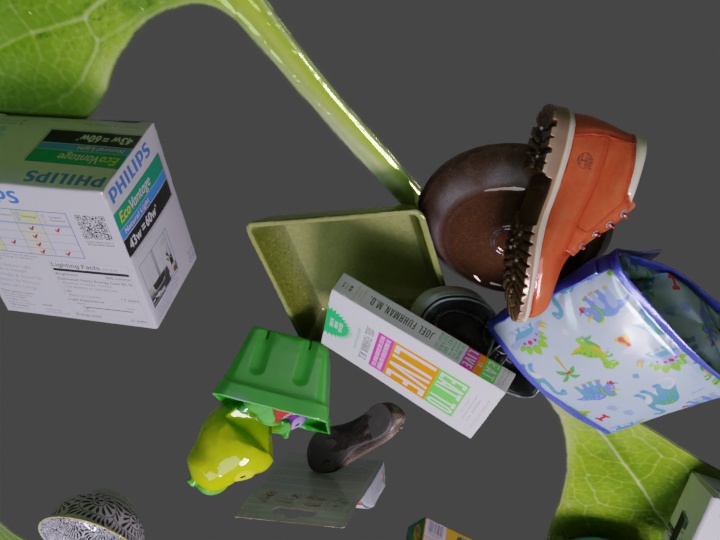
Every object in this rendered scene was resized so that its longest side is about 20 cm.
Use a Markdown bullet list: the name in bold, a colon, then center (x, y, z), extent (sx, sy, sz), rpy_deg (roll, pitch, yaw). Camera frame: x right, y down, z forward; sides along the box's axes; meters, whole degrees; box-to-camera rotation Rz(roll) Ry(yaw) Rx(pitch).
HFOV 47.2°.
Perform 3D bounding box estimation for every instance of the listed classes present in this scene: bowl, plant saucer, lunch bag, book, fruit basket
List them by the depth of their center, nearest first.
- **plant saucer**: center (0.155, -0.039, 0.843), extent (0.200, 0.037, 0.200), rpy_deg (10, 136, 9)
- **lunch bag**: center (0.258, 0.065, 0.851), extent (0.200, 0.128, 0.170), rpy_deg (29, 137, -27)
- **book**: center (0.056, 0.089, 0.877), extent (0.200, 0.048, 0.134), rpy_deg (30, 153, 9)
- **plant saucer**: center (0.000, 0.000, 0.921), extent (0.200, 0.048, 0.200), rpy_deg (-3, 134, 20)
- **fruit basket**: center (-0.116, 0.184, 1.000), extent (0.155, 0.216, 0.216), rpy_deg (14, 137, 3)
- **bowl**: center (-0.474, 0.463, 1.511), extent (0.201, 0.094, 0.201), rpy_deg (8, 136, 8)

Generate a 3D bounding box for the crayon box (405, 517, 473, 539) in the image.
- **crayon box**: center (0.163, 0.497, 1.328), extent (0.200, 0.119, 0.058), rpy_deg (29, 136, -12)

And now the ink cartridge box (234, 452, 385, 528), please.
- **ink cartridge box**: center (-0.064, 0.325, 1.173), extent (0.162, 0.200, 0.050), rpy_deg (1, 105, 17)

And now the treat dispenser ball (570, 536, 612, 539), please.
- **treat dispenser ball**: center (0.347, 0.495, 1.207), extent (0.201, 0.201, 0.201), rpy_deg (9, 136, 9)

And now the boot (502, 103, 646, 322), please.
- **boot**: center (0.195, -0.041, 0.753), extent (0.107, 0.075, 0.200), rpy_deg (11, 104, -10)

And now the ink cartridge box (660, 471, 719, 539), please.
- **ink cartridge box**: center (0.472, 0.382, 1.071), extent (0.144, 0.084, 0.200), rpy_deg (19, 101, -2)

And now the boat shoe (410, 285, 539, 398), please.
- **boat shoe**: center (0.137, 0.080, 0.897), extent (0.200, 0.071, 0.072), rpy_deg (30, 108, -37)

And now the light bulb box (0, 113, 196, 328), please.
- **light bulb box**: center (-0.312, -0.054, 0.907), extent (0.198, 0.125, 0.200), rpy_deg (6, 135, 13)

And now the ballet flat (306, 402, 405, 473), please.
- **ballet flat**: center (-0.006, 0.237, 1.165), extent (0.046, 0.067, 0.200), rpy_deg (8, 145, -41)
